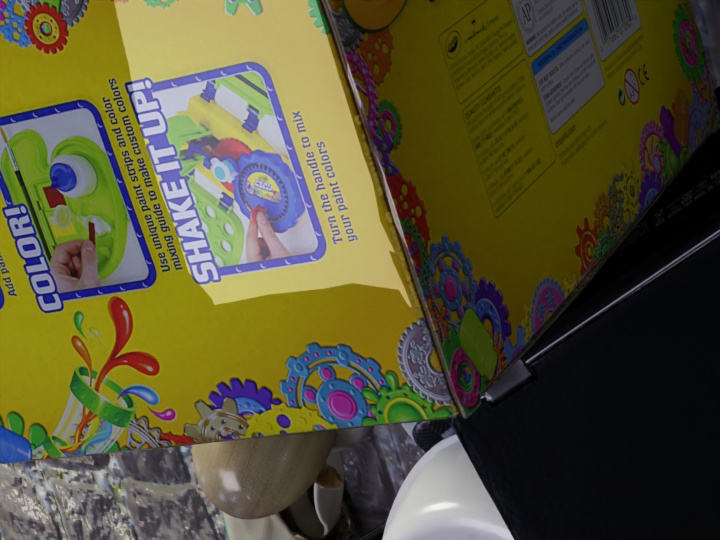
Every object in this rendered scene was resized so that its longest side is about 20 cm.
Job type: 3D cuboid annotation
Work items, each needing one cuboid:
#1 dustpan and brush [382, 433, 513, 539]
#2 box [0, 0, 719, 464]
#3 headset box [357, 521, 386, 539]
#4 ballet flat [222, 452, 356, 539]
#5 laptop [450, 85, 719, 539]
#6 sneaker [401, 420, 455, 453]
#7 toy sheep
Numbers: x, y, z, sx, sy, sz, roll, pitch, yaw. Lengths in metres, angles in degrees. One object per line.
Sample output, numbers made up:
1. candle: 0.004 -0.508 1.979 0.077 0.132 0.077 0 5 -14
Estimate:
1. dustpan and brush: 0.056 0.087 0.746 0.139 0.057 0.200 6 125 31
2. box: -0.032 -0.046 0.556 0.192 0.200 0.122 -9 109 31
3. headset box: 0.007 0.256 0.999 0.174 0.093 0.200 49 142 16
4. ballet flat: -0.045 0.061 0.958 0.069 0.069 0.200 14 130 44
5. laptop: 0.130 0.021 0.577 0.187 0.200 0.116 -35 102 14
6. sneaker: 0.000 0.000 0.776 0.074 0.088 0.200 -33 126 19
7. toy sheep: -0.042 0.009 0.855 0.138 0.138 0.200 -28 52 53
